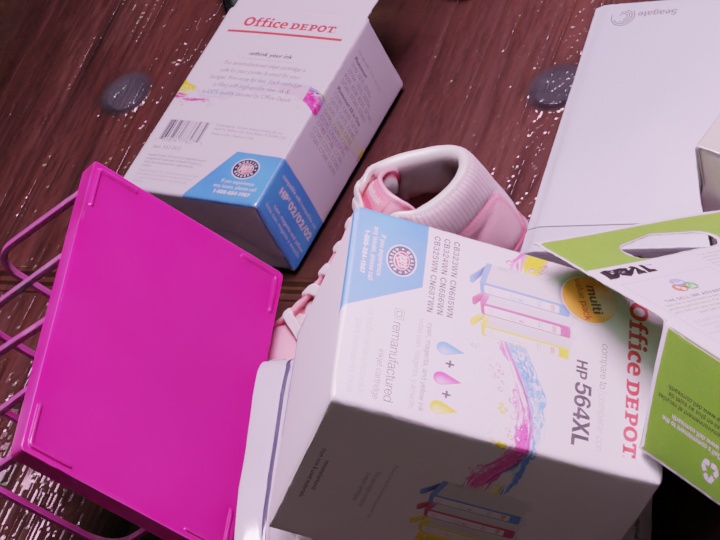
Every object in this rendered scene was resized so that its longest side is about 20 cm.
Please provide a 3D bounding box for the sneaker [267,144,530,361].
[{"bbox_3d":[0.000,0.000,1.516,0.200,0.105,0.075,-34,44,-2],"label":"sneaker"}]

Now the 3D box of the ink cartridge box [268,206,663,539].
[{"bbox_3d":[0.069,0.075,1.346,0.199,0.125,0.129,15,50,-9],"label":"ink cartridge box"}]

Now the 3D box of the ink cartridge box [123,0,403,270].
[{"bbox_3d":[-0.053,-0.103,1.665,0.115,0.068,0.201,9,57,35],"label":"ink cartridge box"}]

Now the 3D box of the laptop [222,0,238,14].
[{"bbox_3d":[-0.014,-0.280,1.850,0.186,0.116,0.201,-19,73,14],"label":"laptop"}]

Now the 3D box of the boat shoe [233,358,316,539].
[{"bbox_3d":[-0.029,0.137,1.435,0.065,0.072,0.201,-3,49,10],"label":"boat shoe"}]

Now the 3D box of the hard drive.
[{"bbox_3d":[0.181,-0.082,1.546,0.131,0.027,0.201,-2,50,28],"label":"hard drive"}]

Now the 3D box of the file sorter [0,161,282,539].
[{"bbox_3d":[-0.150,0.073,1.491,0.125,0.139,0.201,-33,36,42],"label":"file sorter"}]

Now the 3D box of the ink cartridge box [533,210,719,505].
[{"bbox_3d":[0.198,0.045,1.303,0.147,0.076,0.200,-10,29,-35],"label":"ink cartridge box"}]

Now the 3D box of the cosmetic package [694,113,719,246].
[{"bbox_3d":[0.275,-0.093,1.433,0.087,0.104,0.200,25,64,28],"label":"cosmetic package"}]
